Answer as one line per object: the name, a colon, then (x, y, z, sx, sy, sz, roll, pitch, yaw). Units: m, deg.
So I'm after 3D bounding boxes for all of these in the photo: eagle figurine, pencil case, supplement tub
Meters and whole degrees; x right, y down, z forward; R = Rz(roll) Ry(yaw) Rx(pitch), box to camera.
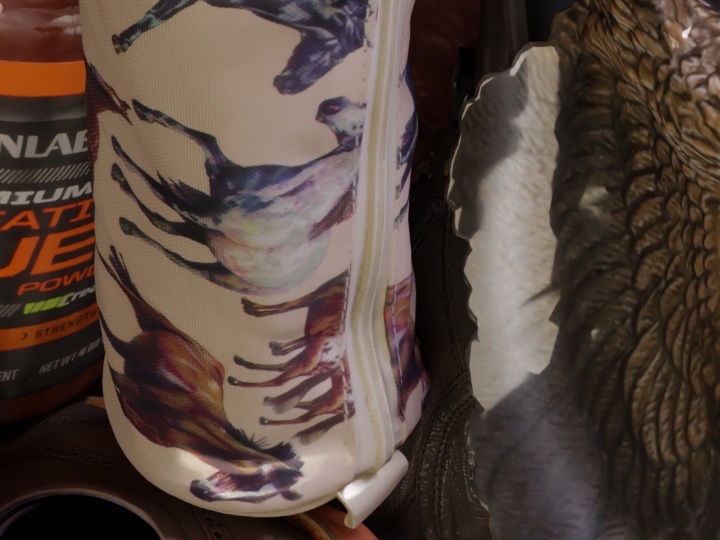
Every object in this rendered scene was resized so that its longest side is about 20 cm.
eagle figurine: (0.090, -0.020, 0.640, 0.152, 0.151, 0.200, 1, 126, 31)
pencil case: (-0.020, -0.035, 0.641, 0.089, 0.078, 0.200, 40, 144, 36)
supplement tub: (-0.093, -0.058, 0.724, 0.107, 0.107, 0.200, 26, 138, 8)

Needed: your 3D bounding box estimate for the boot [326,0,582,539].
boot: (0.000, 0.000, 0.761, 0.174, 0.069, 0.200, -11, 75, 42)

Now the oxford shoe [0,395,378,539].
oxford shoe: (-0.080, 0.067, 0.749, 0.200, 0.073, 0.071, 7, 87, 47)
